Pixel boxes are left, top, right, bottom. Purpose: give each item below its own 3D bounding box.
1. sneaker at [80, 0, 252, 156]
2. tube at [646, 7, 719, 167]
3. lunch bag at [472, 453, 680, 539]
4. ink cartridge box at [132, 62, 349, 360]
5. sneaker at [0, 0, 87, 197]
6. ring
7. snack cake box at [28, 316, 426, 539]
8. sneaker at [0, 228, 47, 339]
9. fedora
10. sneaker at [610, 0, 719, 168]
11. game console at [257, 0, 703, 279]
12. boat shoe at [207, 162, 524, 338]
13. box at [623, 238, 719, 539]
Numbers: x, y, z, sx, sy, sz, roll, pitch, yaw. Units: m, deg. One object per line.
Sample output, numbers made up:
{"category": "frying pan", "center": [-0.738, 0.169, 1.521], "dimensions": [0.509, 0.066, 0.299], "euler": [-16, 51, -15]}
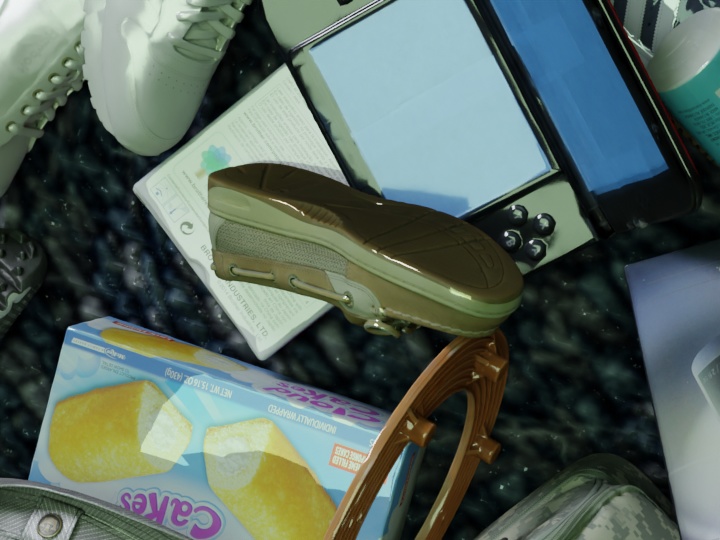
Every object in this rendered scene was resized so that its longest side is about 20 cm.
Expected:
{"category": "sneaker", "center": [-0.084, -0.156, 1.019], "dimensions": [0.080, 0.076, 0.202], "euler": [16, 94, 39]}
{"category": "tube", "center": [0.222, -0.045, 0.959], "dimensions": [0.077, 0.051, 0.200], "euler": [-41, 115, 18]}
{"category": "lunch bag", "center": [0.131, 0.205, 0.969], "dimensions": [0.139, 0.168, 0.200], "euler": [-39, 86, 13]}
{"category": "ink cartridge box", "center": [-0.010, -0.058, 1.047], "dimensions": [0.200, 0.042, 0.120], "euler": [-38, 87, 16]}
{"category": "sneaker", "center": [-0.164, -0.120, 1.061], "dimensions": [0.084, 0.073, 0.201], "euler": [23, 98, 13]}
{"category": "ring", "center": [0.026, 0.119, 0.969], "dimensions": [0.019, 0.200, 0.202], "euler": [28, 100, 18]}
{"category": "snack cake box", "center": [-0.073, 0.111, 1.061], "dimensions": [0.199, 0.067, 0.116], "euler": [17, 97, 12]}
{"category": "sneaker", "center": [-0.252, 0.058, 1.100], "dimensions": [0.200, 0.091, 0.066], "euler": [-44, 65, -13]}
{"category": "fedora", "center": [-0.155, 0.195, 1.031], "dimensions": [0.199, 0.091, 0.177], "euler": [20, 143, 8]}
{"category": "sneaker", "center": [0.156, -0.155, 0.984], "dimensions": [0.200, 0.070, 0.108], "euler": [45, 107, -1]}
{"category": "game console", "center": [0.051, -0.088, 0.947], "dimensions": [0.172, 0.119, 0.201], "euler": [-27, 92, 15]}
{"category": "boat shoe", "center": [-0.002, 0.000, 0.970], "dimensions": [0.200, 0.073, 0.064], "euler": [21, 114, 37]}
{"category": "box", "center": [0.242, 0.074, 0.901], "dimensions": [0.199, 0.199, 0.124], "euler": [-17, 133, 12]}
